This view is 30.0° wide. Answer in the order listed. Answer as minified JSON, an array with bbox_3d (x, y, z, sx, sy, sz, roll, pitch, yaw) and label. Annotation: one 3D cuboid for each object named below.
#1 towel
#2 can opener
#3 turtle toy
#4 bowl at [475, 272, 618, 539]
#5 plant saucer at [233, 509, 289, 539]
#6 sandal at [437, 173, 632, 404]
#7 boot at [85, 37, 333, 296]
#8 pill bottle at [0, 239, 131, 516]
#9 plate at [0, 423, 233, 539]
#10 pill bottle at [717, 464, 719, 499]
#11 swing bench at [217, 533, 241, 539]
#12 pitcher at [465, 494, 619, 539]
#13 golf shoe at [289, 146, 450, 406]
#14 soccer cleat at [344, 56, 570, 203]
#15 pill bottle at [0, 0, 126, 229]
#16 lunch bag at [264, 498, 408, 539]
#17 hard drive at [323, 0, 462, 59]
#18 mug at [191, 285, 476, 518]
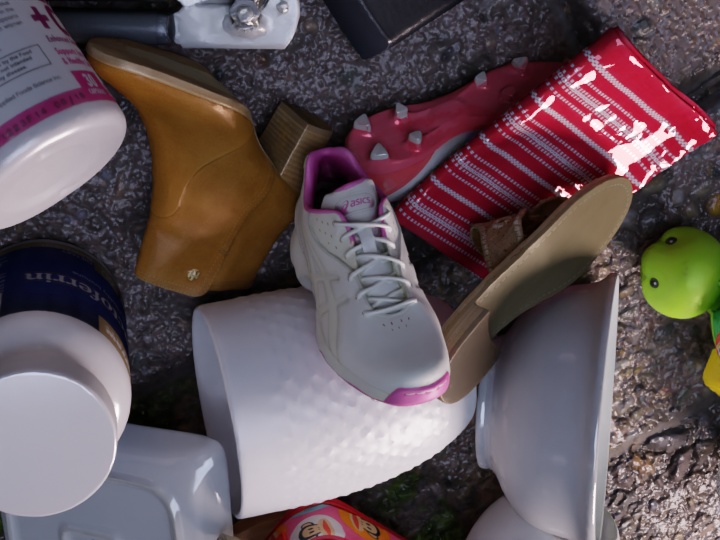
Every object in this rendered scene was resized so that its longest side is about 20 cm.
[{"bbox_3d":[0.135,-0.068,0.924,0.200,0.023,0.144,-39,137,19],"label":"towel"},{"bbox_3d":[-0.134,-0.170,0.863,0.199,0.067,0.053,-1,107,-2],"label":"can opener"},{"bbox_3d":[0.301,0.028,0.984,0.199,0.101,0.146,21,88,23],"label":"turtle toy"},{"bbox_3d":[0.134,0.099,0.964,0.090,0.201,0.202,3,112,13],"label":"bowl"},{"bbox_3d":[-0.049,0.280,1.066,0.199,0.032,0.202,-4,111,-11],"label":"plant saucer"},{"bbox_3d":[0.094,-0.006,0.905,0.212,0.069,0.078,-45,145,-22],"label":"sandal"},{"bbox_3d":[-0.117,-0.057,0.873,0.201,0.071,0.144,18,108,-43],"label":"boot"},{"bbox_3d":[-0.205,0.065,0.857,0.115,0.200,0.116,-4,112,-10],"label":"pill bottle"},{"bbox_3d":[-0.179,0.199,0.947,0.199,0.032,0.201,6,111,23],"label":"plate"},{"bbox_3d":[0.389,0.193,1.070,0.199,0.113,0.114,29,103,-20],"label":"pill bottle"},{"bbox_3d":[-0.032,0.309,0.895,0.198,0.130,0.201,22,102,-22],"label":"swing bench"},{"bbox_3d":[0.144,0.266,1.065,0.171,0.121,0.201,2,123,-33],"label":"pitcher"},{"bbox_3d":[0.000,0.000,0.842,0.075,0.200,0.092,-15,132,-16],"label":"golf shoe"},{"bbox_3d":[0.081,-0.093,0.940,0.199,0.067,0.077,-17,149,-13],"label":"soccer cleat"},{"bbox_3d":[-0.235,-0.134,0.784,0.113,0.113,0.200,-36,84,4],"label":"pill bottle"},{"bbox_3d":[-0.042,0.274,1.003,0.176,0.082,0.200,33,101,-20],"label":"lunch bag"},{"bbox_3d":[0.012,-0.250,0.857,0.135,0.042,0.201,-33,114,-11],"label":"hard drive"},{"bbox_3d":[-0.018,0.097,0.953,0.174,0.148,0.201,-11,143,-15],"label":"mug"}]
